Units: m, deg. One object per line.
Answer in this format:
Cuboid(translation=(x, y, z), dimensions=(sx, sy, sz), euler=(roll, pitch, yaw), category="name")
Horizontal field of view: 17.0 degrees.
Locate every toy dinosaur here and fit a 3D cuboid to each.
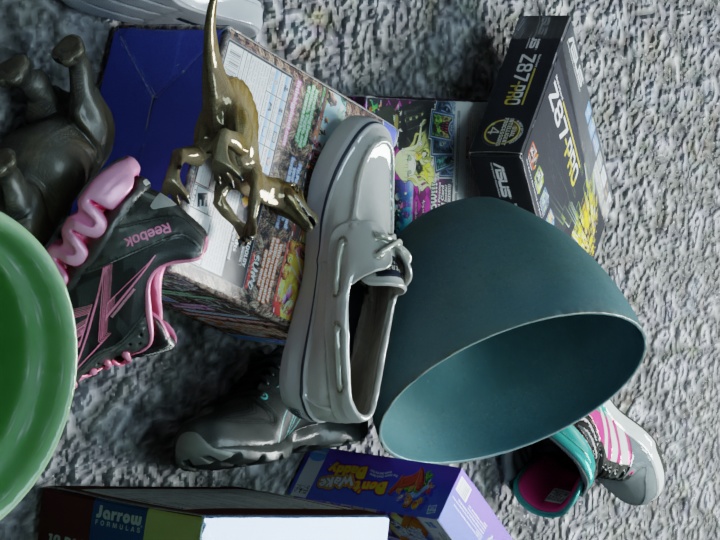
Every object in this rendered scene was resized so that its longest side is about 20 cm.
Cuboid(translation=(-0.083, -0.085, 1.453), dimensions=(0.101, 0.058, 0.201), euler=(-70, 150, -43), category="toy dinosaur")

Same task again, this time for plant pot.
Cuboid(translation=(0.085, 0.029, 1.699), dimensions=(0.200, 0.200, 0.135), euler=(21, 42, -53), category="plant pot")

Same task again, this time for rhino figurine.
Cuboid(translation=(-0.210, -0.040, 1.428), dimensions=(0.201, 0.059, 0.088), euler=(-60, 146, -25), category="rhino figurine")

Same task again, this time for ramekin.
Cuboid(translation=(-0.262, 0.049, 1.304), dimensions=(0.199, 0.097, 0.202), euler=(-12, 109, -38), category="ramekin")

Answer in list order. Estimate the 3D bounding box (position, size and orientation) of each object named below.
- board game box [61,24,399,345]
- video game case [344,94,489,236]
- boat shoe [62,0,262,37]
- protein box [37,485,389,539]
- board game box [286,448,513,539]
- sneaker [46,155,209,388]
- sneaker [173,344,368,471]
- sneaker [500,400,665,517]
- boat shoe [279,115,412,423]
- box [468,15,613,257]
Cuboid(translation=(-0.082, -0.051, 1.568), dimensions=(0.200, 0.096, 0.161), euler=(27, 72, -52), category="board game box")
Cuboid(translation=(0.042, -0.029, 1.792), dimensions=(0.181, 0.036, 0.202), euler=(-4, 98, -54), category="video game case")
Cuboid(translation=(-0.134, -0.197, 1.517), dimensions=(0.200, 0.072, 0.071), euler=(15, 67, -59), category="boat shoe")
Cuboid(translation=(-0.100, 0.245, 1.548), dimensions=(0.199, 0.134, 0.200), euler=(8, 88, -54), category="protein box")
Cuboid(translation=(0.051, 0.208, 1.752), dimensions=(0.200, 0.134, 0.045), euler=(54, 53, -41), category="board game box")
Cuboid(translation=(-0.160, 0.036, 1.426), dimensions=(0.201, 0.095, 0.079), euler=(-57, -174, 11), category="sneaker")
Cuboid(translation=(-0.067, 0.092, 1.643), dimensions=(0.200, 0.075, 0.080), euler=(-8, 90, -61), category="sneaker")
Cuboid(translation=(0.179, 0.159, 1.961), dimensions=(0.200, 0.083, 0.121), euler=(51, 49, -34), category="sneaker")
Cuboid(translation=(0.000, 0.000, 1.549), dimensions=(0.072, 0.065, 0.201), euler=(27, 74, -52), category="boat shoe")
Cuboid(translation=(0.142, -0.071, 1.873), dimensions=(0.162, 0.049, 0.201), euler=(-69, 152, -41), category="box")
